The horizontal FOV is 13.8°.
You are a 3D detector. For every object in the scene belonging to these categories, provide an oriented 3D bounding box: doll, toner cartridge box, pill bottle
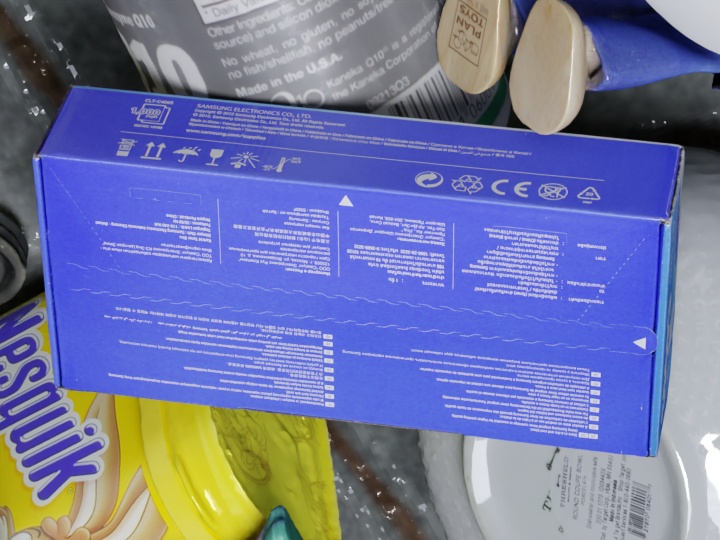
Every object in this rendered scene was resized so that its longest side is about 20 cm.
[{"bbox_3d":[0.123,-0.084,0.979,0.199,0.136,0.049,-7,116,-34],"label":"doll"},{"bbox_3d":[0.000,0.000,0.942,0.199,0.043,0.095,7,128,9],"label":"toner cartridge box"},{"bbox_3d":[-0.035,-0.115,0.966,0.113,0.113,0.201,-19,118,11],"label":"pill bottle"}]

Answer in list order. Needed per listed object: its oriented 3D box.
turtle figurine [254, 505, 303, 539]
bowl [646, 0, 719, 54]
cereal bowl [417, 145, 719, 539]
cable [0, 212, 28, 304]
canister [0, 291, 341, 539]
[{"bbox_3d":[-0.107,0.149,0.961,0.199,0.101,0.151,-14,97,5],"label":"turtle figurine"},{"bbox_3d":[0.103,-0.174,0.900,0.200,0.200,0.074,48,143,-19],"label":"bowl"},{"bbox_3d":[0.095,0.062,1.029,0.199,0.083,0.201,13,112,36],"label":"cereal bowl"},{"bbox_3d":[-0.221,-0.017,1.059,0.199,0.050,0.097,28,120,-15],"label":"cable"},{"bbox_3d":[-0.116,0.080,1.060,0.199,0.149,0.087,-28,134,18],"label":"canister"}]
